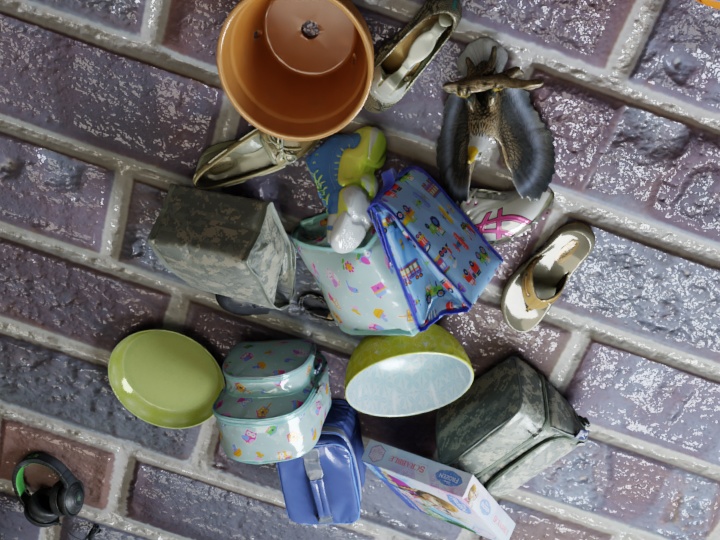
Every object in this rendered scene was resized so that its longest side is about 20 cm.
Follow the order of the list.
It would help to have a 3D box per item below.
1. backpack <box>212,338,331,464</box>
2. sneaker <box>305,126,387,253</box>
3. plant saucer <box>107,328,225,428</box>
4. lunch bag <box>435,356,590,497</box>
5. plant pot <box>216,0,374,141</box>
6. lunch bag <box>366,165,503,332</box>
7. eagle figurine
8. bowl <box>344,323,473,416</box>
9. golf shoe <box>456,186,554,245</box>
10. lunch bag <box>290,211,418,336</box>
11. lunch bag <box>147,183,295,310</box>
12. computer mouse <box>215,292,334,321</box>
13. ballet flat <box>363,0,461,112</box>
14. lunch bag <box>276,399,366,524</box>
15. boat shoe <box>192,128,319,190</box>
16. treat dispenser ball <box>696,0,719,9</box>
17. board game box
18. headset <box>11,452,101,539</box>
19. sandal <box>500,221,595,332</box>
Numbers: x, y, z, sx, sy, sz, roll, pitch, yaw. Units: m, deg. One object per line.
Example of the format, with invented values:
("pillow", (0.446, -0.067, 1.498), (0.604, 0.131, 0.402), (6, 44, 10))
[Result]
("backpack", (-0.139, 0.201, 1.610), (0.173, 0.201, 0.155), (-1, 121, 9))
("sneaker", (-0.032, -0.109, 1.424), (0.103, 0.202, 0.076), (2, 143, 25))
("plant saucer", (-0.316, 0.173, 1.719), (0.196, 0.031, 0.203), (4, 121, 6))
("lunch bag", (0.239, 0.257, 1.636), (0.167, 0.140, 0.200), (35, 119, -26))
("plant pot", (-0.074, -0.287, 1.338), (0.196, 0.141, 0.203), (3, 121, 5))
("lunch bag", (0.088, -0.049, 1.397), (0.093, 0.151, 0.202), (-26, 101, 33))
("eagle figurine", (0.168, -0.187, 1.386), (0.150, 0.152, 0.201), (-39, 145, -10))
("bowl", (0.066, 0.129, 1.579), (0.196, 0.109, 0.201), (-7, 147, -4))
("golf shoe", (0.176, -0.079, 1.471), (0.198, 0.073, 0.093), (-26, 114, 22))
("lunch bag", (0.000, 0.000, 1.514), (0.198, 0.122, 0.172), (1, 129, 47))
("lunch bag", (-0.189, -0.024, 1.513), (0.161, 0.119, 0.201), (11, 154, 17))
("computer mouse", (-0.130, 0.056, 1.619), (0.196, 0.034, 0.059), (8, 121, 3))
("ballet flat", (0.059, -0.276, 1.364), (0.067, 0.076, 0.200), (35, 120, -15))
("lunch bag", (-0.065, 0.330, 1.720), (0.133, 0.133, 0.203), (-4, 121, 10))
("boat shoe", (-0.145, -0.164, 1.468), (0.198, 0.063, 0.074), (-16, 118, 17))
("treat dispenser ball", (0.427, -0.396, 1.166), (0.197, 0.202, 0.204), (3, 122, 6))
("board game box", (0.126, 0.355, 1.668), (0.197, 0.042, 0.200), (12, 154, 38))
("headset", (-0.544, 0.416, 1.889), (0.122, 0.094, 0.202), (-25, 100, 26))
("sandal", (0.272, 0.016, 1.526), (0.080, 0.054, 0.201), (29, 121, -10))
